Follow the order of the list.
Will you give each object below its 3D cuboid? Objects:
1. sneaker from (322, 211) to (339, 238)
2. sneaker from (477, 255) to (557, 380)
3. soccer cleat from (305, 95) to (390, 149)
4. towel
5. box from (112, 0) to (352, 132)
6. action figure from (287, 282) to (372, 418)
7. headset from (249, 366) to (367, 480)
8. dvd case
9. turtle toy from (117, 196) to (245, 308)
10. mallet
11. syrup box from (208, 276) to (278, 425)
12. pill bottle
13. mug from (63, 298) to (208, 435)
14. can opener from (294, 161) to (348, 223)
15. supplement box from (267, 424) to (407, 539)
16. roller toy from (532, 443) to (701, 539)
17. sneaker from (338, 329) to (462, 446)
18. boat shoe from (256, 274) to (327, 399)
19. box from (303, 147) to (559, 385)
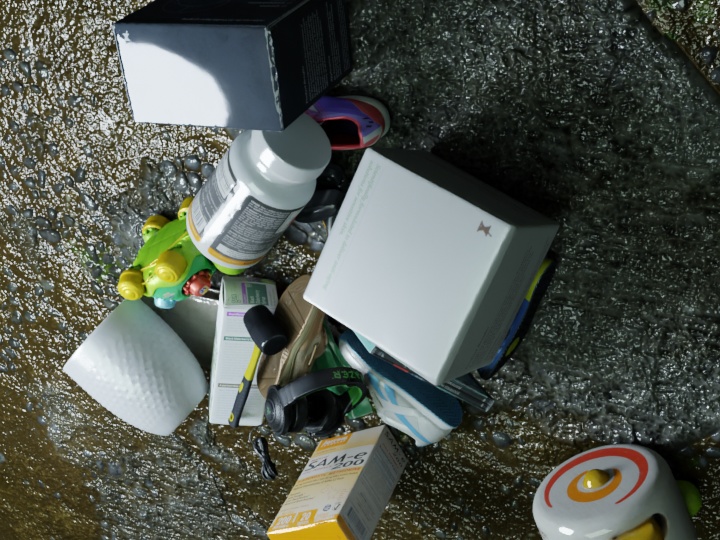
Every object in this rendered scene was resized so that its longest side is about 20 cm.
[{"bbox_3d":[0.000,0.000,1.389,0.077,0.078,0.201,23,132,43],"label":"sneaker"},{"bbox_3d":[0.176,0.047,1.332,0.078,0.066,0.201,32,127,19],"label":"sneaker"},{"bbox_3d":[-0.065,-0.183,1.306,0.199,0.073,0.069,8,122,22],"label":"soccer cleat"},{"bbox_3d":[-0.258,0.079,1.577,0.199,0.035,0.133,13,124,18],"label":"towel"},{"bbox_3d":[-0.140,-0.256,1.224,0.199,0.197,0.125,7,120,23],"label":"box"},{"bbox_3d":[-0.058,0.109,1.483,0.118,0.055,0.201,-13,104,33],"label":"action figure"},{"bbox_3d":[-0.074,0.199,1.415,0.200,0.123,0.094,-37,58,31],"label":"headset"},{"bbox_3d":[0.062,0.096,1.317,0.199,0.146,0.022,31,101,-32],"label":"dvd case"},{"bbox_3d":[-0.233,-0.018,1.455,0.199,0.146,0.101,-21,127,33],"label":"turtle toy"},{"bbox_3d":[-0.153,0.131,1.445,0.066,0.041,0.200,59,139,32],"label":"mallet"},{"bbox_3d":[-0.166,0.114,1.498,0.081,0.079,0.201,5,119,-13],"label":"syrup box"},{"bbox_3d":[-0.123,-0.099,1.284,0.116,0.116,0.200,42,133,-2],"label":"pill bottle"},{"bbox_3d":[-0.319,0.152,1.551,0.175,0.148,0.200,43,158,-4],"label":"mug"},{"bbox_3d":[-0.097,-0.102,1.378,0.199,0.079,0.064,-3,124,38],"label":"can opener"},{"bbox_3d":[-0.030,0.316,1.496,0.126,0.200,0.074,-19,112,32],"label":"supplement box"},{"bbox_3d":[0.314,0.311,1.333,0.182,0.200,0.140,-14,110,37],"label":"roller toy"},{"bbox_3d":[0.041,0.161,1.452,0.200,0.077,0.081,43,127,0],"label":"sneaker"},{"bbox_3d":[-0.080,0.088,1.424,0.071,0.064,0.201,56,133,39],"label":"boat shoe"},{"bbox_3d":[0.082,-0.011,1.220,0.199,0.171,0.200,31,107,21],"label":"box"}]
